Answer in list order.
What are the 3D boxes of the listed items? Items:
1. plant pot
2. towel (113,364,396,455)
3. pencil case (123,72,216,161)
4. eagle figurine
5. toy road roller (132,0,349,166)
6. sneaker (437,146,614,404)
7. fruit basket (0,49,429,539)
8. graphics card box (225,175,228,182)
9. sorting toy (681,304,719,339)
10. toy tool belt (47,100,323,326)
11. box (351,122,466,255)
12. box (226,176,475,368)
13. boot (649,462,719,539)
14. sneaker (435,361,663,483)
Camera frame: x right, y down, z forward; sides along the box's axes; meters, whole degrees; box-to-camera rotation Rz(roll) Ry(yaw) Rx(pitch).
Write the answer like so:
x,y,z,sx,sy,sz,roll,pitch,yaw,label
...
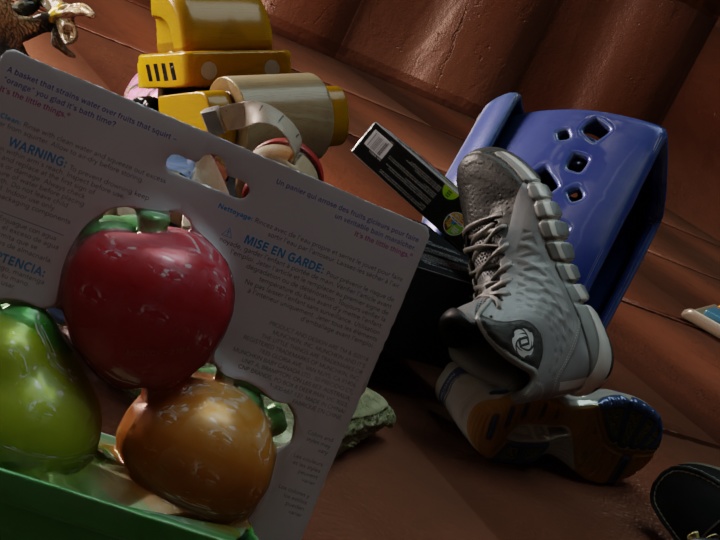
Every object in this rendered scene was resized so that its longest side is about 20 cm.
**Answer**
x,y,z,sx,sy,sz,roll,pitch,yaw,label
0.174,-0.045,1.304,0.180,0.200,0.200,24,-15,20,plant pot
-0.065,0.069,0.837,0.148,0.037,0.200,29,13,16,towel
-0.174,-0.150,1.287,0.083,0.087,0.200,52,-3,-20,pencil case
-0.388,-0.252,1.347,0.200,0.151,0.152,-17,-9,-29,eagle figurine
-0.108,-0.161,1.093,0.123,0.146,0.200,-8,10,-33,toy road roller
0.094,0.003,0.955,0.115,0.075,0.200,-12,68,-36,sneaker
-0.091,0.041,0.536,0.185,0.200,0.094,21,-1,-20,fruit basket
-0.020,-0.042,1.238,0.200,0.051,0.125,31,2,-20,graphics card box
0.586,0.099,2.012,0.185,0.036,0.200,32,14,25,sorting toy
-0.127,-0.015,0.768,0.200,0.125,0.123,-8,29,21,toy tool belt
0.088,-0.043,1.162,0.200,0.035,0.110,44,8,28,box
0.000,0.000,1.026,0.200,0.079,0.141,17,18,-38,box
0.237,0.183,0.880,0.154,0.074,0.204,21,16,-42,boot
0.146,0.104,1.029,0.200,0.075,0.088,18,15,-37,sneaker
